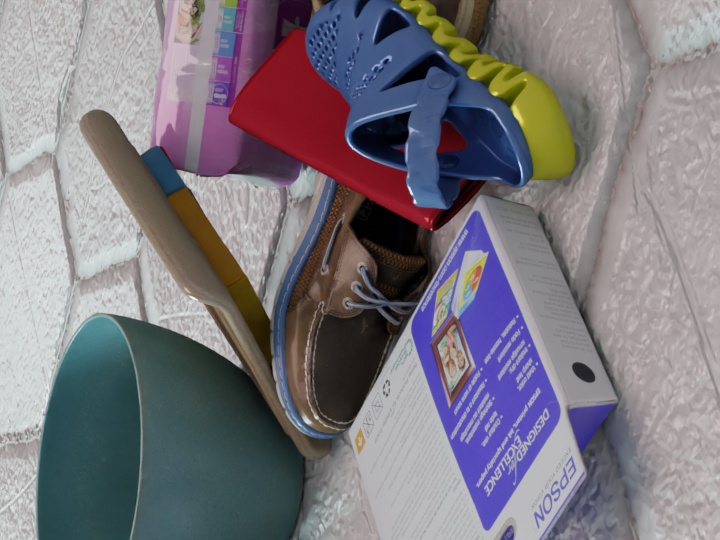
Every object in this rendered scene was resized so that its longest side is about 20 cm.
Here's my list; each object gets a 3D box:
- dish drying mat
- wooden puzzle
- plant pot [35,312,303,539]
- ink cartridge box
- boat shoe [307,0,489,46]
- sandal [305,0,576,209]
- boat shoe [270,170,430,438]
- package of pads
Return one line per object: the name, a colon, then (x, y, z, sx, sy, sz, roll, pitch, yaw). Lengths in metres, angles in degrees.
dish drying mat: (0.003, -0.084, 1.299, 0.077, 0.018, 0.200, -49, 45, -11)
wooden puzzle: (-0.089, 0.006, 1.384, 0.185, 0.037, 0.200, 55, 178, 39)
plant pot: (-0.116, 0.134, 1.451, 0.200, 0.134, 0.201, -26, 61, 60)
ink cartridge box: (0.065, 0.099, 1.190, 0.200, 0.043, 0.198, -107, 34, -43)
boat shoe: (0.004, -0.168, 1.348, 0.200, 0.072, 0.072, 31, 112, 62)
sandal: (0.024, -0.093, 1.211, 0.200, 0.087, 0.080, 35, 149, 48)
boat shoe: (0.000, 0.000, 1.308, 0.072, 0.072, 0.201, -1, 79, 57)
package of pads: (-0.075, -0.156, 1.455, 0.120, 0.075, 0.201, 4, -87, -73)
